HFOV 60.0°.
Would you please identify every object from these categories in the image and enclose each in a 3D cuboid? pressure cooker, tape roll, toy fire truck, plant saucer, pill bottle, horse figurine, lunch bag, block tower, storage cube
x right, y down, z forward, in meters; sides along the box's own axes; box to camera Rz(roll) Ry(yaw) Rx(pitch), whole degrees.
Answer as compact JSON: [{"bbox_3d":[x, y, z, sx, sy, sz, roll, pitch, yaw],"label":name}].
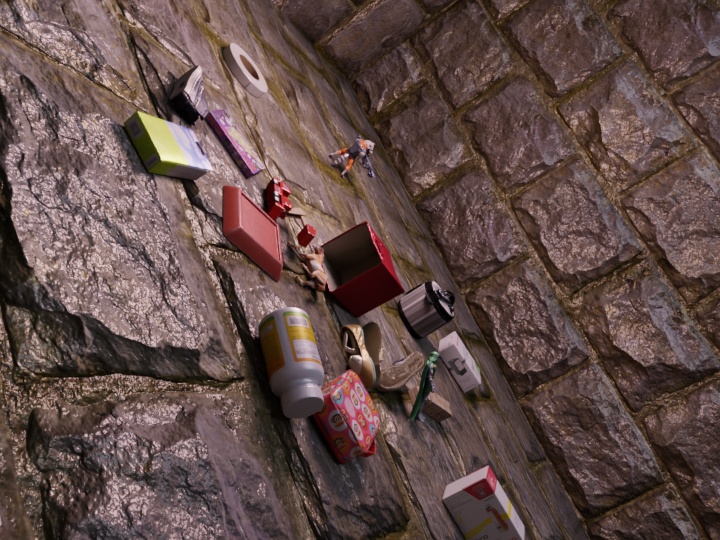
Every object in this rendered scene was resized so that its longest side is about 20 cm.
[{"bbox_3d":[0.260,0.138,2.332,0.179,0.199,0.177,51,18,-17],"label":"pressure cooker"},{"bbox_3d":[-0.402,-0.702,2.190,0.204,0.037,0.204,52,17,-22],"label":"tape roll"},{"bbox_3d":[-0.197,-0.165,1.741,0.140,0.049,0.202,29,29,-29],"label":"toy fire truck"},{"bbox_3d":[-0.257,-0.100,1.535,0.200,0.036,0.202,45,22,-38],"label":"plant saucer"},{"bbox_3d":[-0.135,0.185,1.246,0.111,0.110,0.202,37,26,-49],"label":"pill bottle"},{"bbox_3d":[-0.133,-0.005,1.705,0.132,0.050,0.202,33,26,-44],"label":"horse figurine"},{"bbox_3d":[-0.021,0.327,1.376,0.178,0.081,0.200,59,16,1],"label":"lunch bag"},{"bbox_3d":[0.225,0.423,1.975,0.200,0.054,0.058,39,25,-48],"label":"block tower"},{"bbox_3d":[0.000,0.000,1.838,0.180,0.198,0.173,47,17,-51],"label":"storage cube"}]

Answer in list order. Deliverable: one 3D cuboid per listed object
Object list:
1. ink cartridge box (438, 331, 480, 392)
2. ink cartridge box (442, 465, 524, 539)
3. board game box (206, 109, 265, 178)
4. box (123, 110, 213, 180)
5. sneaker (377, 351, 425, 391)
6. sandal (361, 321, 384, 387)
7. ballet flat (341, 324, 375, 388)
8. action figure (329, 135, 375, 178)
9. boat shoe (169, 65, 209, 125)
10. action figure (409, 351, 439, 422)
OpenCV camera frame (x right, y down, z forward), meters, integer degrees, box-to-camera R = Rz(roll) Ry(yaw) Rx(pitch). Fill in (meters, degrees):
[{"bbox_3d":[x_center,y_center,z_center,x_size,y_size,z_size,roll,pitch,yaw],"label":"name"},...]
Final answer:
[{"bbox_3d":[0.402,0.368,2.533,0.202,0.083,0.146,56,16,-6],"label":"ink cartridge box"},{"bbox_3d":[0.338,0.665,1.705,0.202,0.144,0.083,58,17,2],"label":"ink cartridge box"},{"bbox_3d":[-0.348,-0.357,1.748,0.201,0.032,0.120,55,21,-10],"label":"board game box"},{"bbox_3d":[-0.412,-0.265,1.356,0.123,0.047,0.200,61,16,7],"label":"box"},{"bbox_3d":[0.093,0.305,1.799,0.198,0.108,0.071,-22,81,-43],"label":"sneaker"},{"bbox_3d":[0.033,0.247,1.734,0.214,0.076,0.070,-94,168,-47],"label":"sandal"},{"bbox_3d":[-0.013,0.226,1.649,0.062,0.069,0.202,13,37,-27],"label":"ballet flat"},{"bbox_3d":[-0.018,-0.469,2.616,0.202,0.192,0.104,63,18,18],"label":"action figure"},{"bbox_3d":[-0.431,-0.451,1.616,0.093,0.074,0.202,55,23,-34],"label":"boat shoe"},{"bbox_3d":[0.194,0.337,1.828,0.054,0.204,0.118,14,0,9],"label":"action figure"}]
